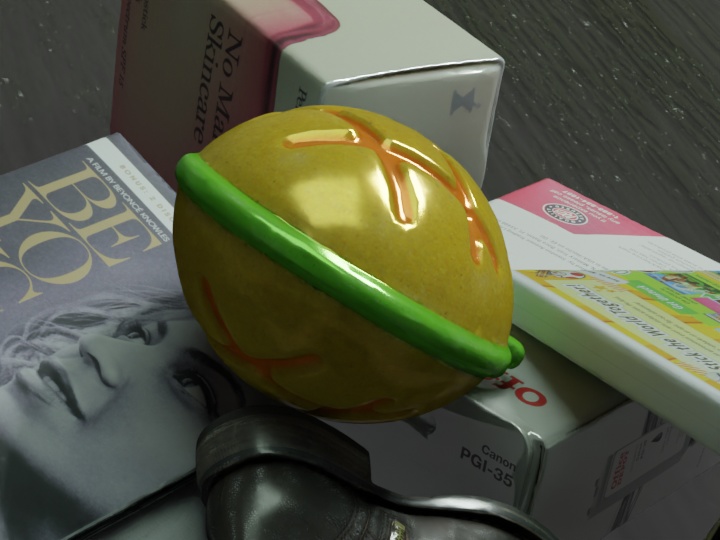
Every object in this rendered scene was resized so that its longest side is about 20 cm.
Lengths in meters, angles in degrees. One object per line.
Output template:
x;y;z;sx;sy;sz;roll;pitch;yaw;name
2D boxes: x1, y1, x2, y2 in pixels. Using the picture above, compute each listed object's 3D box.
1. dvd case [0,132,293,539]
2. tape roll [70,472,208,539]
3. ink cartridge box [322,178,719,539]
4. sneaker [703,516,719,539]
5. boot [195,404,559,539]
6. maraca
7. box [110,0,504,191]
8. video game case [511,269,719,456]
-0.116;0.027;0.767;0.149;0.016;0.199;45;42;19;dvd case
-0.143;0.063;0.778;0.199;0.066;0.201;16;42;-15;tape roll
0.073;0.043;0.927;0.146;0.083;0.199;30;33;31;ink cartridge box
0.131;0.148;0.755;0.075;0.088;0.200;15;30;4;sneaker
0.009;0.153;0.719;0.199;0.069;0.175;28;40;-31;boot
0.000;0.000;0.771;0.137;0.107;0.200;36;4;15;maraca
-0.034;-0.087;1.078;0.108;0.129;0.200;-10;34;-32;box
0.174;0.033;0.817;0.180;0.023;0.200;0;14;-22;video game case
